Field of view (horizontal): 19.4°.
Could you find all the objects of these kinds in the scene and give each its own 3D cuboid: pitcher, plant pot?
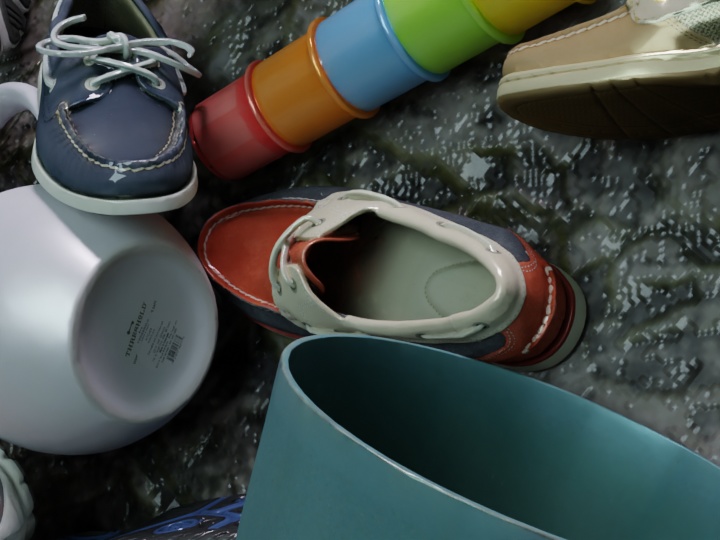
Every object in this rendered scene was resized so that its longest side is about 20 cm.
[{"bbox_3d":[-0.151,-0.006,0.980,0.200,0.121,0.172,8,79,48],"label":"pitcher"},{"bbox_3d":[0.040,0.136,0.758,0.201,0.200,0.161,29,105,37],"label":"plant pot"}]

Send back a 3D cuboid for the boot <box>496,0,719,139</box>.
[{"bbox_3d":[0.143,-0.141,0.829,0.200,0.073,0.156,-13,73,28],"label":"boot"}]

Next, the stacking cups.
[{"bbox_3d":[0.011,-0.095,0.928,0.200,0.060,0.061,-31,61,30],"label":"stacking cups"}]

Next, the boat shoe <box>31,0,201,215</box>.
[{"bbox_3d":[-0.111,-0.083,0.955,0.200,0.075,0.062,-107,23,-64],"label":"boat shoe"}]

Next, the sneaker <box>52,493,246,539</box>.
[{"bbox_3d":[-0.088,0.148,0.926,0.200,0.076,0.077,-16,91,31],"label":"sneaker"}]

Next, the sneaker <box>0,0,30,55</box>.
[{"bbox_3d":[-0.233,-0.173,1.107,0.083,0.081,0.200,-33,51,15],"label":"sneaker"}]

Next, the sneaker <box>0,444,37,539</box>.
[{"bbox_3d":[-0.242,0.088,0.939,0.200,0.085,0.077,16,123,24],"label":"sneaker"}]

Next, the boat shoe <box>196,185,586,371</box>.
[{"bbox_3d":[0.000,0.000,0.901,0.200,0.063,0.071,13,87,39],"label":"boat shoe"}]
